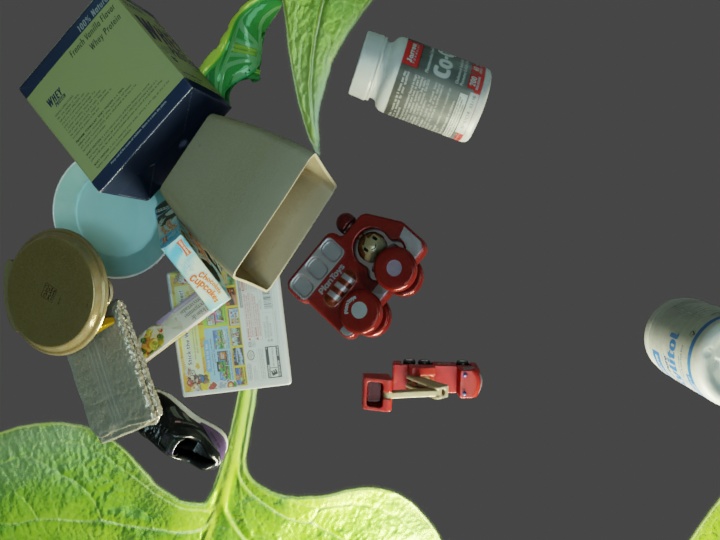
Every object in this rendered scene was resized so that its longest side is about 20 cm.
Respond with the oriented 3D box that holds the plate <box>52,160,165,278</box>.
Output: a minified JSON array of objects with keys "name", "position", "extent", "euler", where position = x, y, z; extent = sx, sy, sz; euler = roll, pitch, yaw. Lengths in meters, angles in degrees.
[{"name":"plate","position":[-0.383,-0.090,1.235],"extent":[0.195,0.026,0.206],"euler":[0,96,-3]}]

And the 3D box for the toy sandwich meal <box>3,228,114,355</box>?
[{"name":"toy sandwich meal","position":[-0.454,0.035,1.193],"extent":[0.200,0.070,0.211],"euler":[0,90,18]}]

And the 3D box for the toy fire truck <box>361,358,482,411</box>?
[{"name":"toy fire truck","position":[0.098,0.177,1.221],"extent":[0.195,0.141,0.050],"euler":[2,97,-2]}]

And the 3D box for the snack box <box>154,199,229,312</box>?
[{"name":"snack box","position":[-0.248,-0.029,1.144],"extent":[0.037,0.200,0.117],"euler":[-35,117,-2]}]

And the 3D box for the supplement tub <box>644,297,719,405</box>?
[{"name":"supplement tub","position":[0.531,0.120,1.200],"extent":[0.128,0.200,0.135],"euler":[0,96,-2]}]

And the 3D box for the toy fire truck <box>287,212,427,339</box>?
[{"name":"toy fire truck","position":[0.000,0.000,1.225],"extent":[0.167,0.112,0.201],"euler":[40,93,13]}]

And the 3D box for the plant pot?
[{"name":"plant pot","position":[-0.172,-0.111,1.159],"extent":[0.175,0.200,0.202],"euler":[34,88,11]}]

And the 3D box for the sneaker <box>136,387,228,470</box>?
[{"name":"sneaker","position":[-0.303,0.249,1.243],"extent":[0.197,0.088,0.077],"euler":[26,95,-4]}]

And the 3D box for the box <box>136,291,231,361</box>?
[{"name":"box","position":[-0.290,0.085,1.225],"extent":[0.198,0.041,0.039],"euler":[-36,90,16]}]

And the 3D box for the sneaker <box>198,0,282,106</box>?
[{"name":"sneaker","position":[-0.175,-0.331,1.195],"extent":[0.083,0.074,0.201],"euler":[37,103,-3]}]

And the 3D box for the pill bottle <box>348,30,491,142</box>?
[{"name":"pill bottle","position":[0.088,-0.280,1.185],"extent":[0.196,0.114,0.116],"euler":[19,95,-4]}]

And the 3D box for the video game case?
[{"name":"video game case","position":[-0.210,0.093,1.263],"extent":[0.177,0.023,0.205],"euler":[-6,97,-1]}]

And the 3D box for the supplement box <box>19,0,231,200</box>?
[{"name":"supplement box","position":[-0.335,-0.247,1.131],"extent":[0.200,0.134,0.200],"euler":[-44,80,10]}]

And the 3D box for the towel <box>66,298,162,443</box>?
[{"name":"towel","position":[-0.388,0.158,1.224],"extent":[0.130,0.034,0.204],"euler":[-22,85,22]}]
